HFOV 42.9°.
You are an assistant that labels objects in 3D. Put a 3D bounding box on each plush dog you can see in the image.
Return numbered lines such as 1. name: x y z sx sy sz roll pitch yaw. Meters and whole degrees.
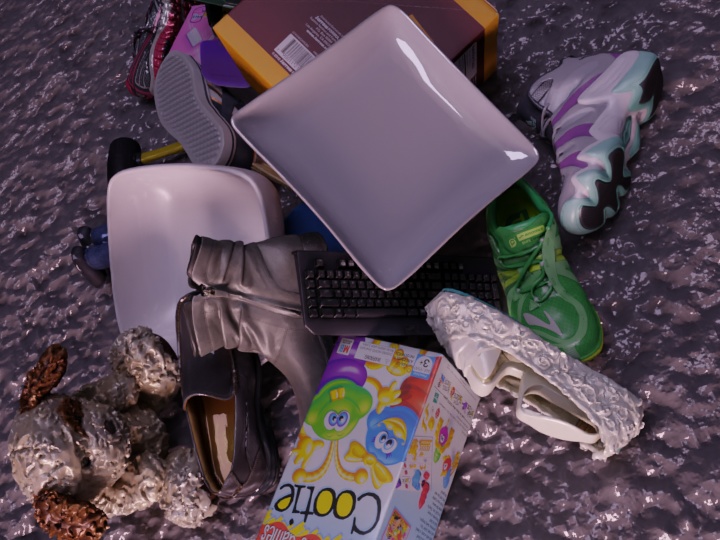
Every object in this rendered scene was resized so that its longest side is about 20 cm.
1. plush dog: -0.246 0.160 0.837 0.160 0.172 0.200 -29 69 20

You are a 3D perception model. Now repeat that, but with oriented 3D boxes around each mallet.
1. mallet: -0.214 -0.139 1.089 0.199 0.041 0.066 -9 58 18

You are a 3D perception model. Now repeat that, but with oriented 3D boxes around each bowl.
1. bowl: -0.153 -0.010 0.918 0.200 0.075 0.200 5 104 29

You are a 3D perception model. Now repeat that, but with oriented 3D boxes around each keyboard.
1. keyboard: 0.035 -0.004 0.801 0.021 0.200 0.127 -43 52 53

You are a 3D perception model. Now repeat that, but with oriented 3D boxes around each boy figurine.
1. boy figurine: -0.224 -0.056 1.026 0.200 0.064 0.124 -23 36 10

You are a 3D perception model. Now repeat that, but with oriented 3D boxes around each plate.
1. plate: 0.023 -0.109 0.796 0.200 0.032 0.200 -41 83 -20

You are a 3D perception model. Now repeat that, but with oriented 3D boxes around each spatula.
1. spatula: -0.164 -0.279 1.055 0.056 0.021 0.200 0 46 -19

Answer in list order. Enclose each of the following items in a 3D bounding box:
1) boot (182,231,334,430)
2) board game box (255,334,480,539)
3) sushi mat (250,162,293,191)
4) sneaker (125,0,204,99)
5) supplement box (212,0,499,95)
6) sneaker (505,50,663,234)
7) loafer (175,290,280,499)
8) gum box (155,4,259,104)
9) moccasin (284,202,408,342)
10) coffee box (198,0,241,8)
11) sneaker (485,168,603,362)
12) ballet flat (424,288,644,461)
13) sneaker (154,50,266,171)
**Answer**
1. boot: -0.091 0.063 0.818 0.130 0.068 0.201 -6 94 -16
2. board game box: 0.008 0.169 0.756 0.103 0.105 0.200 10 67 31
3. sushi mat: -0.015 -0.066 0.914 0.200 0.096 0.012 31 111 36
4. sneaker: -0.254 -0.313 1.177 0.074 0.081 0.200 -5 61 27
5. supplement box: 0.001 -0.224 0.924 0.200 0.133 0.197 -44 77 -3
6. sneaker: 0.187 -0.124 0.858 0.140 0.078 0.200 13 60 33
7. loafer: -0.131 0.110 0.837 0.073 0.072 0.200 -26 77 19
8. gum box: -0.141 -0.252 1.093 0.200 0.066 0.114 9 68 30
9. moccasin: 0.000 0.000 0.880 0.080 0.068 0.200 -41 49 2
10. coffee box: -0.131 -0.345 1.067 0.123 0.044 0.200 17 28 18
11. sneaker: 0.147 -0.004 0.797 0.074 0.084 0.200 -25 55 11
12. ballet flat: 0.129 0.084 0.730 0.200 0.072 0.072 29 78 16
13. sneaker: -0.166 -0.167 1.020 0.078 0.079 0.200 -51 49 25
